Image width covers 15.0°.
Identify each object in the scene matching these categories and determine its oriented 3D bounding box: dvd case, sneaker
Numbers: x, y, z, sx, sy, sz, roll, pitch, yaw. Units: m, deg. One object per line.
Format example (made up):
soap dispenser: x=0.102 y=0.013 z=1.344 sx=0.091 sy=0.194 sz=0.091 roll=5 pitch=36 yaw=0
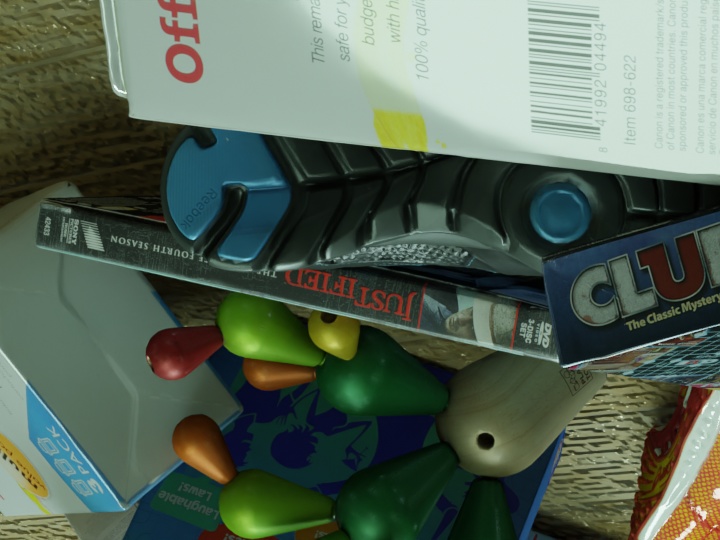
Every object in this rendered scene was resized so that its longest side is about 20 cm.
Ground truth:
dvd case: x=0.000 y=0.000 z=1.002 sx=0.200 sy=0.022 sz=0.146 roll=11 pitch=-174 yaw=19
sneaker: x=0.149 y=0.080 z=1.057 sx=0.077 sy=0.073 sz=0.200 roll=14 pitch=152 yaw=-3
sneaker: x=0.038 y=-0.035 z=0.902 sx=0.200 sy=0.073 sz=0.082 roll=3 pitch=-175 yaw=7

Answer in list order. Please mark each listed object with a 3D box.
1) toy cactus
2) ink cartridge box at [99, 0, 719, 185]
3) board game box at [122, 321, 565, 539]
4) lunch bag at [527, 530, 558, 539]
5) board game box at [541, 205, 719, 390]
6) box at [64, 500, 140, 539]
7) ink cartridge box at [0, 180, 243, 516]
toy cactus: x=0.025 y=0.073 z=1.027 sx=0.200 sy=0.165 sz=0.102 roll=55 pitch=160 yaw=-3
ink cartridge box: x=0.029 y=-0.114 z=0.777 sx=0.200 sy=0.083 sz=0.145 roll=8 pitch=125 yaw=16
board game box: x=-0.018 y=0.123 z=1.108 sx=0.152 sy=0.200 sz=0.045 roll=18 pitch=149 yaw=9
lunch bag: x=0.053 y=0.185 z=1.284 sx=0.150 sy=0.094 sz=0.200 roll=19 pitch=161 yaw=10
board game box: x=0.157 y=0.003 z=0.833 sx=0.135 sy=0.035 sz=0.200 roll=-17 pitch=167 yaw=25
box: x=-0.068 y=0.164 z=1.249 sx=0.144 sy=0.036 sz=0.200 roll=48 pitch=177 yaw=-22
ink cartridge box: x=-0.139 y=0.038 z=1.120 sx=0.115 sy=0.068 sz=0.200 roll=53 pitch=158 yaw=-10
